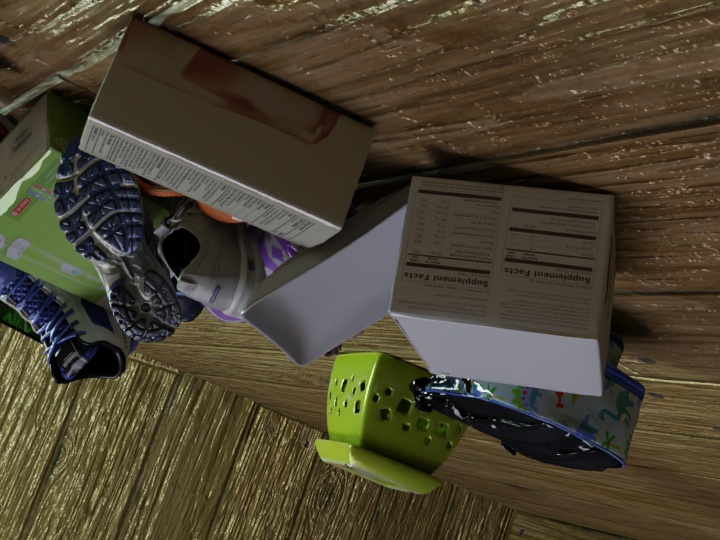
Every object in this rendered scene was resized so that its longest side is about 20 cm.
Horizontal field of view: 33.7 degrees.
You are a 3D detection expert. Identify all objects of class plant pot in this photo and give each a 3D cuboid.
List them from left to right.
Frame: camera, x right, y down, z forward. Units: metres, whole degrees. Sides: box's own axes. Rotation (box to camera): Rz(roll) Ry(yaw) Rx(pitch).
[{"bbox_3d":[0.047,0.252,1.926,0.199,0.183,0.199,25,167,-18],"label":"plant pot"}]

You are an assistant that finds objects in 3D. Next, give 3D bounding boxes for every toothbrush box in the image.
[{"bbox_3d":[-0.265,-0.058,1.159,0.145,0.087,0.199,-40,132,24],"label":"toothbrush box"}]

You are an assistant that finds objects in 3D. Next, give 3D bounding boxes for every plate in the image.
[{"bbox_3d":[0.000,0.000,1.032,0.032,0.199,0.200,57,-179,21],"label":"plate"}]

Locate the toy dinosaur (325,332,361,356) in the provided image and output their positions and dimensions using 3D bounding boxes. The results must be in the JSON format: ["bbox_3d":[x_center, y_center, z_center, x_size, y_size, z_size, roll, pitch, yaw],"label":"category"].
[{"bbox_3d":[0.020,0.006,1.162,0.198,0.086,0.137,0,127,11],"label":"toy dinosaur"}]

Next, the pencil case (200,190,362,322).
[{"bbox_3d":[-0.083,-0.019,1.093,0.086,0.084,0.200,56,138,1],"label":"pencil case"}]

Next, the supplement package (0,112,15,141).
[{"bbox_3d":[-0.461,-0.092,1.232,0.146,0.193,0.200,17,168,14],"label":"supplement package"}]

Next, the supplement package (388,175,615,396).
[{"bbox_3d":[0.122,0.018,0.947,0.154,0.112,0.200,7,165,14],"label":"supplement package"}]

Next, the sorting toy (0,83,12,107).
[{"bbox_3d":[-0.423,-0.215,1.039,0.199,0.037,0.185,18,168,28],"label":"sorting toy"}]

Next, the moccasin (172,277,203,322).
[{"bbox_3d":[-0.267,0.017,1.299,0.198,0.081,0.069,19,131,-4],"label":"moccasin"}]

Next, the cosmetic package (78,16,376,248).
[{"bbox_3d":[-0.102,-0.099,0.896,0.199,0.088,0.103,24,165,-15],"label":"cosmetic package"}]

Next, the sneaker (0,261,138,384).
[{"bbox_3d":[-0.303,0.045,1.204,0.199,0.080,0.115,41,-164,-25],"label":"sneaker"}]

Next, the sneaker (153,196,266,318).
[{"bbox_3d":[-0.145,-0.039,1.050,0.081,0.075,0.200,15,-156,-31],"label":"sneaker"}]

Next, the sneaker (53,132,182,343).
[{"bbox_3d":[-0.223,-0.035,1.082,0.076,0.202,0.085,-16,-156,-2],"label":"sneaker"}]

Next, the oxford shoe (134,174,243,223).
[{"bbox_3d":[-0.150,-0.105,1.043,0.199,0.071,0.073,20,133,41],"label":"oxford shoe"}]

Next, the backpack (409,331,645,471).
[{"bbox_3d":[0.185,0.112,1.205,0.182,0.148,0.199,27,169,-27],"label":"backpack"}]

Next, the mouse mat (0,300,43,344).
[{"bbox_3d":[-0.358,-0.030,1.324,0.007,0.202,0.161,8,166,13],"label":"mouse mat"}]
